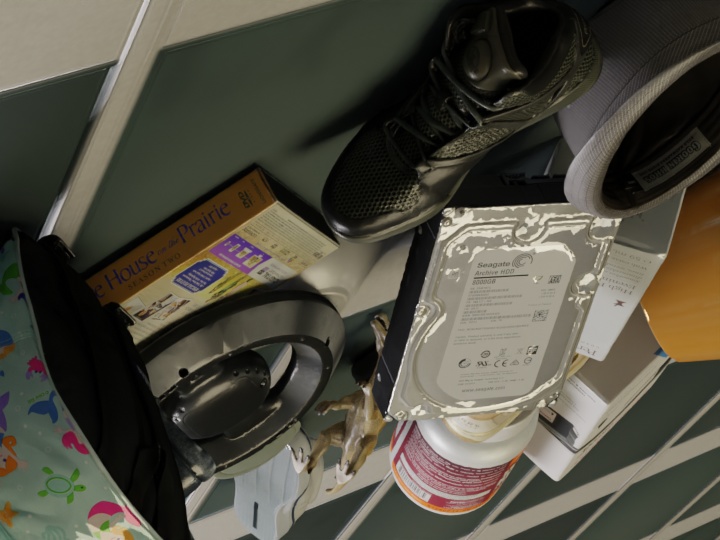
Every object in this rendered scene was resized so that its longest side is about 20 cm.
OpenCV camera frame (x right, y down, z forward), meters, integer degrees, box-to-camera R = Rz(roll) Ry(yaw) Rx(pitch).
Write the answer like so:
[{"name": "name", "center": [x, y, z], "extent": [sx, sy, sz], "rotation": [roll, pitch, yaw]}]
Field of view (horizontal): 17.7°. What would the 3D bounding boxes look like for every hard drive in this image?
[{"name": "hard drive", "center": [0.094, 0.020, 1.601], "extent": [0.139, 0.038, 0.201], "rotation": [-3, 132, -22]}]

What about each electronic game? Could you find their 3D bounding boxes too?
[{"name": "electronic game", "center": [-0.099, 0.082, 1.574], "extent": [0.199, 0.042, 0.200], "rotation": [-26, 152, -15]}]

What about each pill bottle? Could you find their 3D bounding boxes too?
[{"name": "pill bottle", "center": [0.094, 0.132, 2.010], "extent": [0.109, 0.110, 0.200], "rotation": [-23, 162, -19]}]

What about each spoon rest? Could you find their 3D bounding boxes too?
[{"name": "spoon rest", "center": [0.000, 0.000, 1.616], "extent": [0.199, 0.061, 0.099], "rotation": [-4, 151, -26]}]

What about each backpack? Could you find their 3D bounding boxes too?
[{"name": "backpack", "center": [-0.180, 0.100, 1.298], "extent": [0.150, 0.200, 0.178], "rotation": [-34, 136, 0]}]

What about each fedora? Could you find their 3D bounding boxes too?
[{"name": "fedora", "center": [0.193, -0.125, 1.486], "extent": [0.176, 0.090, 0.200], "rotation": [-19, 153, -33]}]

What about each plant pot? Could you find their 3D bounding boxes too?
[{"name": "plant pot", "center": [0.324, -0.010, 1.879], "extent": [0.182, 0.201, 0.200], "rotation": [-19, 167, 21]}]

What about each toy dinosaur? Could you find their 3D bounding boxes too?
[{"name": "toy dinosaur", "center": [-0.004, 0.132, 1.824], "extent": [0.101, 0.058, 0.201], "rotation": [-34, 149, -49]}]

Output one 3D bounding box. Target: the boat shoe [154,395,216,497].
[{"name": "boat shoe", "center": [-0.171, 0.109, 1.457], "extent": [0.091, 0.200, 0.071], "rotation": [-44, 135, -12]}]

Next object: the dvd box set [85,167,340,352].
[{"name": "dvd box set", "center": [-0.119, 0.013, 1.483], "extent": [0.199, 0.029, 0.146], "rotation": [-33, 162, 8]}]

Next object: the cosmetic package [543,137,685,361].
[{"name": "cosmetic package", "center": [0.166, -0.012, 1.717], "extent": [0.200, 0.101, 0.074], "rotation": [105, 4, -63]}]

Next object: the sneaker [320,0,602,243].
[{"name": "sneaker", "center": [0.050, -0.097, 1.378], "extent": [0.199, 0.076, 0.114], "rotation": [-34, 160, 5]}]

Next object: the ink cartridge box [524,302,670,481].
[{"name": "ink cartridge box", "center": [0.212, 0.084, 2.049], "extent": [0.145, 0.084, 0.200], "rotation": [-42, 168, -23]}]

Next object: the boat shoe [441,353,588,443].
[{"name": "boat shoe", "center": [0.149, 0.061, 1.896], "extent": [0.200, 0.074, 0.069], "rotation": [-46, 175, -24]}]

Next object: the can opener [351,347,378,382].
[{"name": "can opener", "center": [0.088, 0.048, 1.867], "extent": [0.200, 0.054, 0.067], "rotation": [-34, 161, 18]}]

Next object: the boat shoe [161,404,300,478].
[{"name": "boat shoe", "center": [-0.118, 0.112, 1.711], "extent": [0.076, 0.060, 0.200], "rotation": [-50, 155, 16]}]

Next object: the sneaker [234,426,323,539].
[{"name": "sneaker", "center": [-0.066, 0.159, 1.934], "extent": [0.071, 0.073, 0.200], "rotation": [-50, 171, -26]}]
